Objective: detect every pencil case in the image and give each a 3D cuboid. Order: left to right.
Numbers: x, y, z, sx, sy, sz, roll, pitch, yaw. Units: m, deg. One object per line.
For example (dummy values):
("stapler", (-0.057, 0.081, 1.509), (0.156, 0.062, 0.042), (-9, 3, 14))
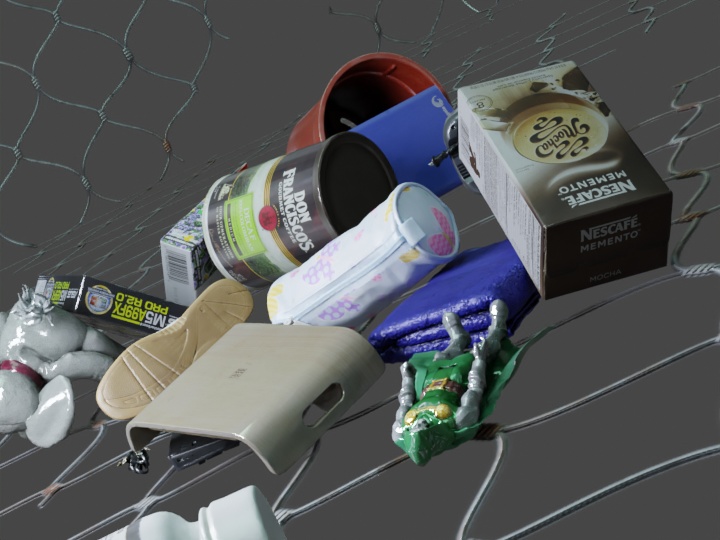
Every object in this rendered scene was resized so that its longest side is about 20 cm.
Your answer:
("pencil case", (0.000, 0.000, 1.442), (0.199, 0.084, 0.090), (-36, -16, 35))

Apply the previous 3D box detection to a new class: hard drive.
("hard drive", (0.050, -0.136, 1.969), (0.199, 0.133, 0.025), (-29, -14, -22))

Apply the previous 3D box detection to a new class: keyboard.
("keyboard", (-0.153, 0.143, 1.414), (0.126, 0.021, 0.200), (-19, 10, 0))

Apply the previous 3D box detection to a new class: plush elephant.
("plush elephant", (-0.352, 0.116, 1.686), (0.156, 0.163, 0.200), (-63, -16, -11))

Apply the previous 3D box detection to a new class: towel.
("towel", (0.106, 0.021, 1.352), (0.147, 0.050, 0.200), (-21, 10, 35))

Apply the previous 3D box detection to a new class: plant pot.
("plant pot", (0.001, -0.166, 2.096), (0.199, 0.203, 0.195), (-30, 4, -24))

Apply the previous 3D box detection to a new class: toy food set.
("toy food set", (-0.090, 0.111, 1.308), (0.199, 0.061, 0.143), (-1, 33, 48))

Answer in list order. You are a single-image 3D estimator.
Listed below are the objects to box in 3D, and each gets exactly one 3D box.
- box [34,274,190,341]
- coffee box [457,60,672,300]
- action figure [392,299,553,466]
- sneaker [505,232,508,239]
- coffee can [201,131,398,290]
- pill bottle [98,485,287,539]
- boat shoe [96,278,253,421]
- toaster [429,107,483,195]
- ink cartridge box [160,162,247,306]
("box", (-0.279, 0.047, 1.810), (0.159, 0.045, 0.199), (19, -8, -25))
("coffee box", (0.166, -0.079, 1.303), (0.112, 0.081, 0.201), (-15, 43, -11))
("action figure", (0.066, 0.084, 1.136), (0.117, 0.055, 0.200), (-17, 18, 22))
("sneaker", (0.160, -0.096, 1.494), (0.075, 0.117, 0.200), (-16, -5, 4))
("coffee can", (-0.070, -0.068, 1.867), (0.198, 0.148, 0.146), (-16, 14, 40))
("pill bottle", (-0.128, 0.201, 0.847), (0.198, 0.114, 0.113), (-25, 11, 0))
("boat shoe", (-0.190, 0.093, 1.627), (0.199, 0.071, 0.069), (-39, -10, -25))
("toaster", (0.175, -0.164, 1.875), (0.198, 0.115, 0.129), (-26, 7, 5))
("ink cartridge box", (-0.173, -0.038, 1.966), (0.050, 0.110, 0.200), (16, 40, 23))
